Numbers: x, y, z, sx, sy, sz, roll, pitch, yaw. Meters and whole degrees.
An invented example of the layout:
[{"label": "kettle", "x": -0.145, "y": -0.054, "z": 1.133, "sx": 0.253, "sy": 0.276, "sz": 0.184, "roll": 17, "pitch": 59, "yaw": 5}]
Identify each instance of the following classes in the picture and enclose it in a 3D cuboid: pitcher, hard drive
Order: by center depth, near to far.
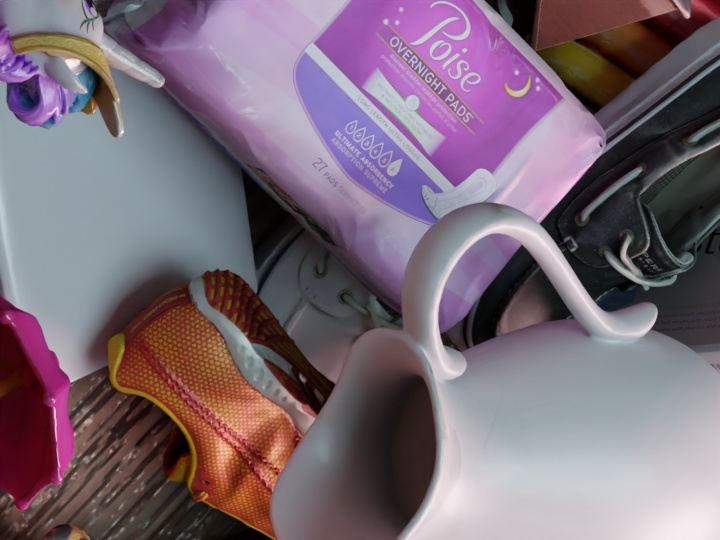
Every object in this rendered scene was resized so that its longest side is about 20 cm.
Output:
[{"label": "hard drive", "x": -0.109, "y": -0.062, "z": 1.230, "sx": 0.132, "sy": 0.027, "sz": 0.201, "roll": -25, "pitch": 119, "yaw": -37}, {"label": "pitcher", "x": 0.079, "y": 0.057, "z": 1.234, "sx": 0.199, "sy": 0.121, "sz": 0.172, "roll": 6, "pitch": 115, "yaw": -38}]

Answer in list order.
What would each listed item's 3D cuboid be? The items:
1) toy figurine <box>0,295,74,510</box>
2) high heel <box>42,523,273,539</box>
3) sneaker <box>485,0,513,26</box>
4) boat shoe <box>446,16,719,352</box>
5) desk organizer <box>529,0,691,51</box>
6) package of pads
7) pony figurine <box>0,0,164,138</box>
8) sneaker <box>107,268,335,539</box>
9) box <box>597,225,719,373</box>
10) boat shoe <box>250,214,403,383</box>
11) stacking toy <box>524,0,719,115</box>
[{"label": "toy figurine", "x": -0.195, "y": 0.063, "z": 1.132, "sx": 0.200, "sy": 0.150, "sz": 0.184, "roll": -52, "pitch": 146, "yaw": 10}, {"label": "high heel", "x": -0.068, "y": 0.125, "z": 1.290, "sx": 0.143, "sy": 0.071, "sz": 0.200, "roll": -46, "pitch": 146, "yaw": -16}, {"label": "sneaker", "x": 0.028, "y": -0.181, "z": 1.290, "sx": 0.087, "sy": 0.074, "sz": 0.200, "roll": -43, "pitch": 124, "yaw": -18}, {"label": "boat shoe", "x": 0.119, "y": -0.026, "z": 1.311, "sx": 0.200, "sy": 0.071, "sz": 0.072, "roll": -47, "pitch": 137, "yaw": 11}, {"label": "desk organizer", "x": 0.100, "y": -0.199, "z": 1.291, "sx": 0.072, "sy": 0.077, "sz": 0.201, "roll": 45, "pitch": 41, "yaw": -42}, {"label": "package of pads", "x": -0.002, "y": -0.081, "z": 1.228, "sx": 0.121, "sy": 0.076, "sz": 0.200, "roll": -49, "pitch": 119, "yaw": -5}, {"label": "pony figurine", "x": -0.162, "y": -0.146, "z": 1.075, "sx": 0.192, "sy": 0.166, "sz": 0.201, "roll": -2, "pitch": 84, "yaw": -36}, {"label": "sneaker", "x": -0.039, "y": 0.079, "z": 1.281, "sx": 0.077, "sy": 0.073, "sz": 0.200, "roll": -30, "pitch": 122, "yaw": 13}, {"label": "box", "x": 0.164, "y": -0.026, "z": 1.380, "sx": 0.036, "sy": 0.144, "sz": 0.200, "roll": 56, "pitch": 43, "yaw": -34}, {"label": "boat shoe", "x": 0.000, "y": 0.000, "z": 1.325, "sx": 0.074, "sy": 0.067, "sz": 0.201, "roll": 40, "pitch": 75, "yaw": -43}, {"label": "stacking toy", "x": 0.103, "y": -0.068, "z": 1.379, "sx": 0.200, "sy": 0.116, "sz": 0.110, "roll": -56, "pitch": 155, "yaw": -2}]
